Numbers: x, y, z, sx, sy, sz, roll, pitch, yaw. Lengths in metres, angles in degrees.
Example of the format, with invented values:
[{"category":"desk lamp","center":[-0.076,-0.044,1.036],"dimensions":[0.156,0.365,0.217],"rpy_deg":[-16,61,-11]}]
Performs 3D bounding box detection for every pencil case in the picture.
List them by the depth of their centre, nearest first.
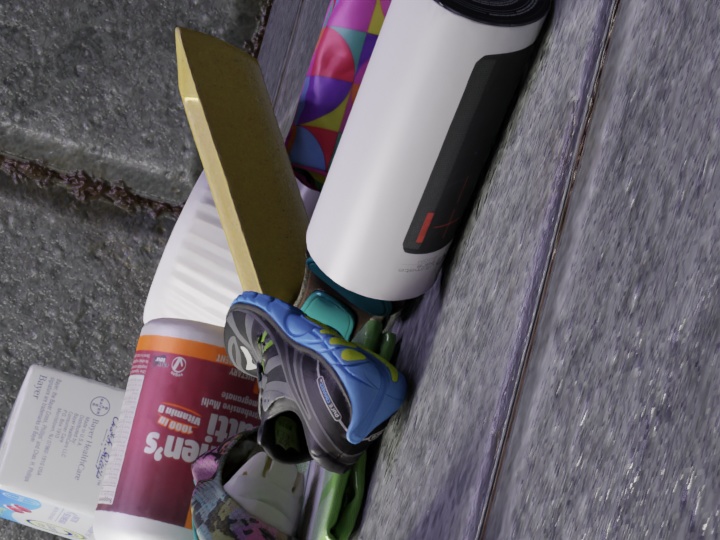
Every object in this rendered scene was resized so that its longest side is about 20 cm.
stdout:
[{"category":"pencil case","center":[0.007,-0.145,1.925],"dimensions":[0.088,0.088,0.201],"rpy_deg":[141,144,-78]}]

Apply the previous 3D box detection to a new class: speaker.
[{"category":"speaker","center":[0.034,-0.080,1.557],"dimensions":[0.081,0.081,0.200],"rpy_deg":[-82,11,-51]}]

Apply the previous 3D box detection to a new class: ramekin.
[{"category":"ramekin","center":[-0.085,-0.012,2.131],"dimensions":[0.202,0.094,0.203],"rpy_deg":[25,-90,-87]}]

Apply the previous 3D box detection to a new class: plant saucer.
[{"category":"plant saucer","center":[-0.070,-0.054,1.912],"dimensions":[0.200,0.048,0.200],"rpy_deg":[108,144,-81]}]

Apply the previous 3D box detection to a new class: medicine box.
[{"category":"medicine box","center":[-0.187,0.162,2.277],"dimensions":[0.182,0.199,0.103],"rpy_deg":[132,156,-75]}]

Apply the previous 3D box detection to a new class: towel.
[{"category":"towel","center":[-0.021,0.131,1.760],"dimensions":[0.200,0.031,0.150],"rpy_deg":[126,158,-64]}]

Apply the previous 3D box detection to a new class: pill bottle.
[{"category":"pill bottle","center":[-0.114,0.139,1.897],"dimensions":[0.110,0.109,0.201],"rpy_deg":[141,143,-78]}]

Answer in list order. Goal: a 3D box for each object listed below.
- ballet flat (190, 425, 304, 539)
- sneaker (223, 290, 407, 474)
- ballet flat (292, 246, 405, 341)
[{"category":"ballet flat","center":[-0.065,0.136,1.748],"dimensions":[0.071,0.069,0.200],"rpy_deg":[-52,13,8]},{"category":"sneaker","center":[-0.040,0.066,1.672],"dimensions":[0.083,0.071,0.200],"rpy_deg":[-60,25,0]},{"category":"ballet flat","center":[0.000,0.000,1.754],"dimensions":[0.075,0.068,0.200],"rpy_deg":[-55,-1,-19]}]
